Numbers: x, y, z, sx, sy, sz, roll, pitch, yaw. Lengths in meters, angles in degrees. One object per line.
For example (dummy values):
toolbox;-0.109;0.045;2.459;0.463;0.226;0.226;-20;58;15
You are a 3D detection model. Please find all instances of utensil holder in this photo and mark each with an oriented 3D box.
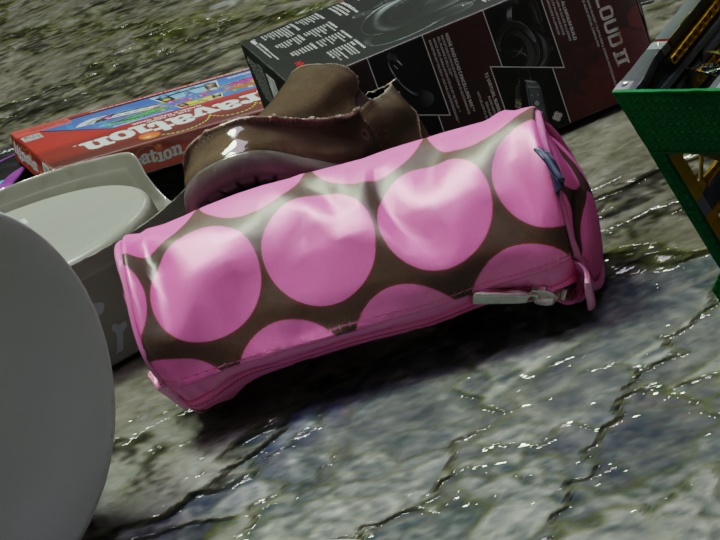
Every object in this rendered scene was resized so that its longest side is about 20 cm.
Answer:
utensil holder;-0.217;0.054;1.062;0.199;0.171;0.170;-2;25;41

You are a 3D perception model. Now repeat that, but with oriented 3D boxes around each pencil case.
pencil case;0.000;0.000;1.125;0.199;0.091;0.094;-18;61;12

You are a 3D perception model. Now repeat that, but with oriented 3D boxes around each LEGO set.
LEGO set;0.195;-0.056;0.948;0.116;0.154;0.200;-49;22;-26

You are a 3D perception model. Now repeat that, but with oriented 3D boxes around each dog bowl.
dog bowl;-0.161;0.008;1.317;0.199;0.059;0.200;-18;17;6

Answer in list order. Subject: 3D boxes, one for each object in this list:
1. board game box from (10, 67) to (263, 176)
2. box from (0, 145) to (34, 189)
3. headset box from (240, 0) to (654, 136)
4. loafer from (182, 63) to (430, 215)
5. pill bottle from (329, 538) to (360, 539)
board game box;-0.090;-0.086;1.537;0.199;0.020;0.103;-17;20;-16
box;-0.256;-0.014;1.532;0.142;0.036;0.200;-16;16;13
headset box;0.053;-0.111;1.406;0.199;0.078;0.149;-22;18;-8
loafer;-0.028;-0.055;1.231;0.073;0.071;0.200;-24;-9;22
pill bottle;0.021;0.131;0.645;0.112;0.113;0.200;-23;17;-10
